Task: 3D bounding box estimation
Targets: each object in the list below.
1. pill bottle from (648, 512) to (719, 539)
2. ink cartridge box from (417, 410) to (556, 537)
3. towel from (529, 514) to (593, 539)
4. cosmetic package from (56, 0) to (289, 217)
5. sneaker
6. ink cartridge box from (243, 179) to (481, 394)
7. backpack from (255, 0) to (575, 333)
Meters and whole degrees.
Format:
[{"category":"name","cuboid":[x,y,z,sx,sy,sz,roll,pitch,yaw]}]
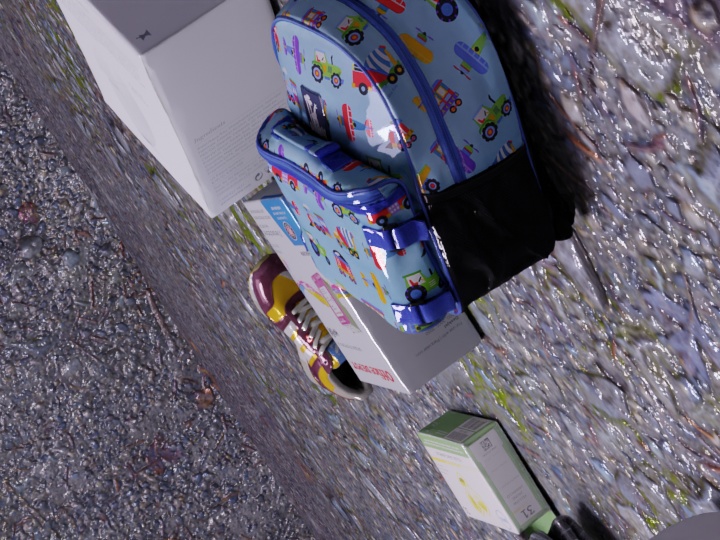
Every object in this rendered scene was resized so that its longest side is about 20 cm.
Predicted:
[{"category":"pill bottle","cuboid":[0.255,0.267,0.988,0.201,0.113,0.113,56,167,-7]},{"category":"ink cartridge box","cuboid":[0.143,0.231,1.457,0.201,0.048,0.145,59,166,-7]},{"category":"towel","cuboid":[0.214,0.319,1.321,0.200,0.086,0.166,40,164,24]},{"category":"cosmetic package","cuboid":[-0.155,-0.192,1.273,0.199,0.123,0.201,45,166,35]},{"category":"sneaker","cuboid":[-0.047,0.062,1.677,0.090,0.075,0.200,23,154,52]},{"category":"ink cartridge box","cuboid":[0.000,0.000,1.292,0.201,0.084,0.144,55,167,-10]},{"category":"backpack","cuboid":[0.016,-0.090,0.898,0.182,0.134,0.201,38,156,50]}]
